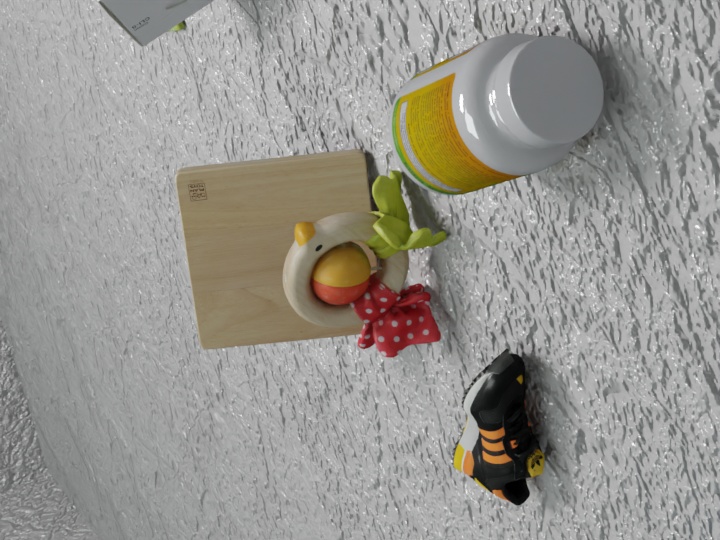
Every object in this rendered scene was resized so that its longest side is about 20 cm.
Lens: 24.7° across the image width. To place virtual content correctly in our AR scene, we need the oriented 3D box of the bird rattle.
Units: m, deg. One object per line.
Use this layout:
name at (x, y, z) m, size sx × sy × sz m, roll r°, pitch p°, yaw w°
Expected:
bird rattle at (0.000, 0.000, 1.643) m, size 0.113 × 0.162 × 0.200 m, roll -111°, pitch 23°, yaw -44°

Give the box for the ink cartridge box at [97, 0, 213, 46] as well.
ink cartridge box at (-0.239, -0.370, 1.732) m, size 0.200 × 0.145 × 0.145 m, roll 58°, pitch -176°, yaw 16°

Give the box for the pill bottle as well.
pill bottle at (0.109, -0.126, 1.310) m, size 0.111 × 0.111 × 0.200 m, roll 67°, pitch 158°, yaw -4°

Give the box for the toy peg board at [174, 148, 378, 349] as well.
toy peg board at (-0.083, -0.034, 1.761) m, size 0.098 × 0.199 × 0.200 m, roll -89°, pitch -7°, yaw -70°

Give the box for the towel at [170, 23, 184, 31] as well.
towel at (-0.277, -0.392, 2.016) m, size 0.144 × 0.023 × 0.201 m, roll 20°, pitch 132°, yaw 59°

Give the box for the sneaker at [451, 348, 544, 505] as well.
sneaker at (0.148, 0.155, 1.592) m, size 0.090 × 0.070 × 0.200 m, roll 38°, pitch 149°, yaw 21°
